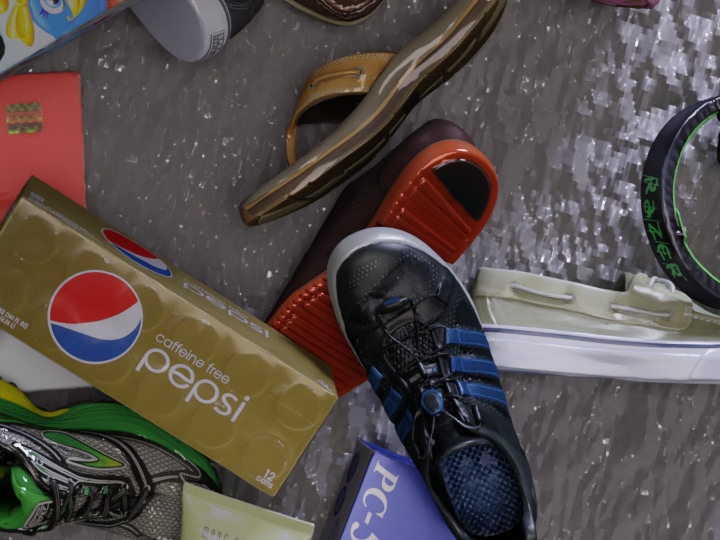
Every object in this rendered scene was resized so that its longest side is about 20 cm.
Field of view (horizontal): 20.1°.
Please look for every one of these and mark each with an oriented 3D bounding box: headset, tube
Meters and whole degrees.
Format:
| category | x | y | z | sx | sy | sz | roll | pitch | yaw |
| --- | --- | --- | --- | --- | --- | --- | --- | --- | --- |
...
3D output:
| category | x | y | z | sx | sy | sz | roll | pitch | yaw |
| --- | --- | --- | --- | --- | --- | --- | --- | --- | --- |
| headset | 0.256 | -0.051 | 1.169 | 0.199 | 0.094 | 0.125 | -19 | 93 | -27 |
| tube | -0.080 | 0.217 | 1.123 | 0.058 | 0.052 | 0.202 | 3 | 112 | -26 |

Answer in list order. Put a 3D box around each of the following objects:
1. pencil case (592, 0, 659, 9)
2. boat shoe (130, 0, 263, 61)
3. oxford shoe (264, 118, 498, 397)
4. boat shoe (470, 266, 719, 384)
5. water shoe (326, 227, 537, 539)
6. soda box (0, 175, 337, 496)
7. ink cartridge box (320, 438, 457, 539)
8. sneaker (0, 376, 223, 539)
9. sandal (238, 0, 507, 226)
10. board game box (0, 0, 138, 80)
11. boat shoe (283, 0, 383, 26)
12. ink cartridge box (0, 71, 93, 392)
| category | x | y | z | sx | sy | sz | roll | pitch | yaw |
| --- | --- | --- | --- | --- | --- | --- | --- | --- | --- |
| pencil case | 0.161 | -0.247 | 1.150 | 0.086 | 0.083 | 0.202 | 18 | 91 | -11 |
| boat shoe | -0.124 | -0.210 | 1.114 | 0.066 | 0.070 | 0.200 | -37 | 87 | -34 |
| oxford shoe | 0.000 | 0.000 | 1.152 | 0.071 | 0.073 | 0.200 | 36 | 104 | -28 |
| boat shoe | 0.158 | 0.032 | 1.173 | 0.198 | 0.072 | 0.063 | 4 | 88 | -9 |
| water shoe | 0.048 | 0.068 | 1.094 | 0.071 | 0.079 | 0.201 | -28 | 105 | 2 |
| soda box | -0.111 | 0.035 | 1.084 | 0.199 | 0.064 | 0.068 | 33 | 98 | -11 |
| ink cartridge box | 0.008 | 0.209 | 1.170 | 0.093 | 0.044 | 0.201 | 22 | 89 | -12 |
| sneaker | -0.165 | 0.117 | 1.097 | 0.199 | 0.085 | 0.078 | 16 | 119 | -25 |
| sandal | 0.001 | -0.100 | 1.138 | 0.054 | 0.080 | 0.200 | 44 | 84 | 6 |
| board game box | -0.159 | -0.173 | 1.037 | 0.199 | 0.105 | 0.104 | -24 | 99 | 32 |
| boat shoe | -0.056 | -0.220 | 1.117 | 0.075 | 0.075 | 0.203 | -42 | 99 | -5 |
| ink cartridge box | -0.243 | -0.018 | 1.115 | 0.198 | 0.044 | 0.175 | -4 | 95 | -9 |
